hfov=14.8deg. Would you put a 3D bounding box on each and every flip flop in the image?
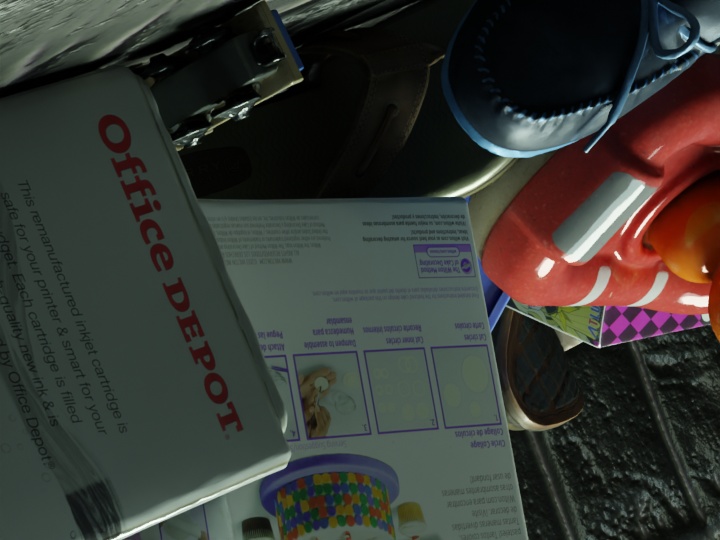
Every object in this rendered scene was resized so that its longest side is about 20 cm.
[{"bbox_3d":[-0.014,-0.059,1.071,0.199,0.081,0.058,-17,163,-5],"label":"flip flop"}]

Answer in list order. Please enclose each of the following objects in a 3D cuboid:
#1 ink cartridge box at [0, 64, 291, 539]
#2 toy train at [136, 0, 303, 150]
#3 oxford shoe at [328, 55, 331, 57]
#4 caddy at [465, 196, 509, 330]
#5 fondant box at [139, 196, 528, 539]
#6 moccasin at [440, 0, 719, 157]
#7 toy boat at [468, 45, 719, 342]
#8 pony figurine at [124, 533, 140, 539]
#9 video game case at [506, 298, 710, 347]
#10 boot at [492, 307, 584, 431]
[{"bbox_3d":[-0.139,0.033,0.880,0.200,0.146,0.083,-20,177,-41],"label":"ink cartridge box"},{"bbox_3d":[-0.083,-0.048,0.978,0.046,0.034,0.200,-25,-179,-43],"label":"toy train"},{"bbox_3d":[0.047,-0.074,1.148,0.199,0.074,0.071,-23,178,21],"label":"oxford shoe"},{"bbox_3d":[0.000,0.000,1.262,0.141,0.105,0.200,-9,-153,30],"label":"caddy"},{"bbox_3d":[-0.011,0.076,1.011,0.144,0.201,0.058,-1,167,-42],"label":"fondant box"},{"bbox_3d":[0.109,-0.112,1.035,0.200,0.081,0.068,-39,-176,-36],"label":"moccasin"},{"bbox_3d":[0.146,-0.014,1.148,0.131,0.131,0.200,-48,155,24],"label":"toy boat"},{"bbox_3d":[-0.059,0.083,1.139,0.166,0.201,0.193,-14,-141,-21],"label":"pony figurine"},{"bbox_3d":[0.124,-0.016,1.445,0.199,0.036,0.181,-9,-154,-45],"label":"video game case"},{"bbox_3d":[0.061,0.051,1.447,0.097,0.075,0.200,-25,-168,16],"label":"boot"}]
